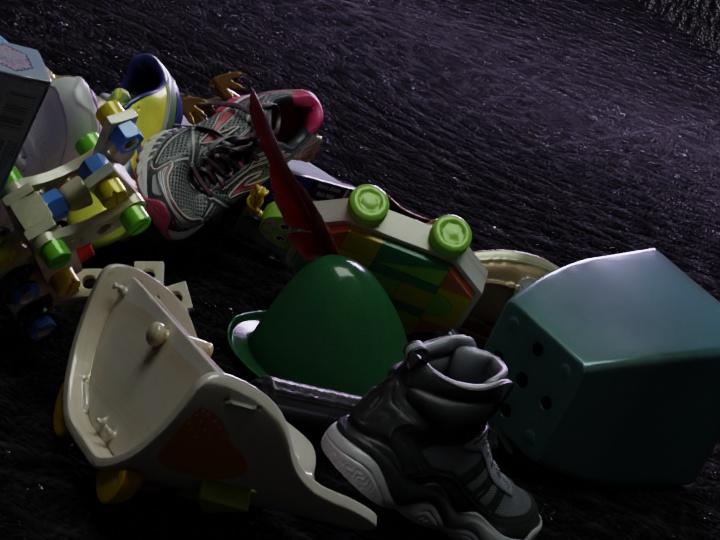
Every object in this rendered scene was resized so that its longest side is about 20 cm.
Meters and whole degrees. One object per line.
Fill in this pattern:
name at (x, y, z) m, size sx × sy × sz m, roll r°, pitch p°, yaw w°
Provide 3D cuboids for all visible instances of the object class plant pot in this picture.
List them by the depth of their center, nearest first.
plant pot at (0.187, 0.081, 1.432) m, size 0.199 × 0.142 × 0.141 m, roll -2°, pitch 36°, yaw -47°

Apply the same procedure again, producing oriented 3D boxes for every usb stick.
usb stick at (0.005, 0.107, 1.276) m, size 0.198 × 0.055 × 0.033 m, roll 14°, pitch 59°, yaw -29°

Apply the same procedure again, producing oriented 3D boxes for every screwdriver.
screwdriver at (0.084, 0.084, 1.476) m, size 0.029 × 0.028 × 0.200 m, roll 64°, pitch -2°, yaw -32°

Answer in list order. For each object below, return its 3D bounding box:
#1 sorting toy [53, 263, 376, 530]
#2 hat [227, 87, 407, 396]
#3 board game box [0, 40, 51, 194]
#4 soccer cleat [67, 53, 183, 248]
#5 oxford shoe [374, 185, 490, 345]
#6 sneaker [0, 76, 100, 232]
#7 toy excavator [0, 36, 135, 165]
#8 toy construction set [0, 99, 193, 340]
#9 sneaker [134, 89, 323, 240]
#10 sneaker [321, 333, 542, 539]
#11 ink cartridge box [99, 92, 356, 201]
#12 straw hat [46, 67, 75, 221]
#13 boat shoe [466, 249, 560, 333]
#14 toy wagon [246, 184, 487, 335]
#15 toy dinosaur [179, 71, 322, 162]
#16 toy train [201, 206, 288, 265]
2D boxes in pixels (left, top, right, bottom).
sorting toy at (-0.079, 0.103, 1.123) m, size 0.179 × 0.108 × 0.200 m, roll 28°, pitch 6°, yaw -30°
hat at (0.000, 0.000, 1.356) m, size 0.198 × 0.177 × 0.166 m, roll 13°, pitch 21°, yaw -31°
board game box at (-0.314, -0.063, 1.100) m, size 0.198 × 0.201 × 0.041 m, roll 12°, pitch 31°, yaw -34°
soccer cleat at (-0.193, -0.095, 1.452) m, size 0.064 × 0.084 × 0.201 m, roll -2°, pitch 39°, yaw 17°
oxford shoe at (0.067, -0.002, 1.615) m, size 0.199 × 0.072 × 0.071 m, roll 37°, pitch 19°, yaw 14°
sneaker at (-0.247, -0.063, 1.249) m, size 0.099 × 0.200 × 0.076 m, roll -5°, pitch 66°, yaw -44°
toy excavator at (-0.266, -0.113, 1.363) m, size 0.199 × 0.195 × 0.100 m, roll 40°, pitch 58°, yaw 0°
toy construction set at (-0.183, -0.016, 1.212) m, size 0.092 × 0.130 × 0.201 m, roll 49°, pitch -15°, yaw 32°
sneaker at (-0.106, -0.095, 1.455) m, size 0.074 × 0.081 × 0.200 m, roll -14°, pitch 22°, yaw 39°
sneaker at (0.073, 0.113, 1.205) m, size 0.199 × 0.114 × 0.076 m, roll 27°, pitch 12°, yaw -41°
ink cartridge box at (-0.118, -0.096, 1.640) m, size 0.198 × 0.041 × 0.200 m, roll 14°, pitch 10°, yaw -33°
straw hat at (-0.261, -0.121, 1.509) m, size 0.199 × 0.086 × 0.201 m, roll 21°, pitch 19°, yaw -8°
boat shoe at (0.147, 0.034, 1.555) m, size 0.198 × 0.074 × 0.067 m, roll 9°, pitch 54°, yaw -23°
toy wagon at (-0.002, -0.011, 1.462) m, size 0.198 × 0.155 × 0.040 m, roll 20°, pitch 59°, yaw -5°
toy dinosaur at (-0.132, -0.136, 1.590) m, size 0.198 × 0.061 × 0.106 m, roll 26°, pitch -15°, yaw 11°
toy train at (-0.077, -0.027, 1.572) m, size 0.198 × 0.034 × 0.046 m, roll 26°, pitch 6°, yaw 6°
